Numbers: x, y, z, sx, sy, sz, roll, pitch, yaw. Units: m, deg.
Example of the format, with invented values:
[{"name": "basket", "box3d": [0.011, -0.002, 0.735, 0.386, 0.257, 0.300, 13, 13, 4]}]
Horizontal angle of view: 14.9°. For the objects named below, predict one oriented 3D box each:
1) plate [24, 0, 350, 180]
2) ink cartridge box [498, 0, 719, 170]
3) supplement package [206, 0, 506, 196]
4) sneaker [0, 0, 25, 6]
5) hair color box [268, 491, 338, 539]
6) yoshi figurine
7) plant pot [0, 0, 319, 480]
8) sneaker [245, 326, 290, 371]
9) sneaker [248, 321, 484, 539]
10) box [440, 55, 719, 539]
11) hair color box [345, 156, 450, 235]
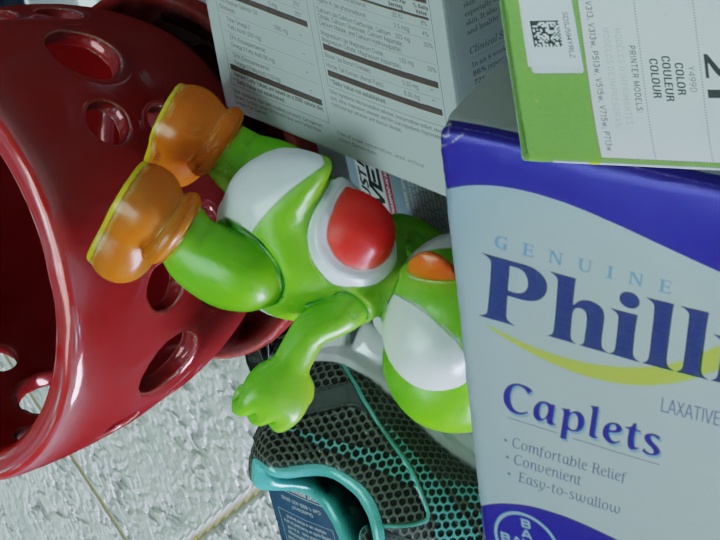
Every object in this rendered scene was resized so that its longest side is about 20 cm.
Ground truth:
[{"name": "plate", "box3d": [-0.073, -0.110, 1.295, 0.200, 0.032, 0.200, -14, 99, 46]}, {"name": "ink cartridge box", "box3d": [0.162, -0.098, 0.896, 0.200, 0.148, 0.076, 4, 124, 23]}, {"name": "supplement package", "box3d": [0.032, -0.162, 1.079, 0.151, 0.152, 0.200, 24, 134, 43]}, {"name": "sneaker", "box3d": [-0.170, -0.079, 1.432, 0.200, 0.146, 0.081, 54, 148, 9]}, {"name": "hair color box", "box3d": [0.022, 0.158, 1.407, 0.061, 0.100, 0.200, 17, 129, 48]}, {"name": "yoshi figurine", "box3d": [-0.005, 0.011, 1.117, 0.200, 0.112, 0.112, 26, 101, 0]}, {"name": "plant pot", "box3d": [-0.130, -0.029, 1.231, 0.200, 0.182, 0.200, 21, 123, 37]}, {"name": "sneaker", "box3d": [-0.005, 0.036, 1.306, 0.200, 0.091, 0.076, -138, 30, -63]}, {"name": "sneaker", "box3d": [0.033, 0.113, 1.186, 0.200, 0.091, 0.078, 39, 153, 2]}, {"name": "box", "box3d": [0.135, 0.025, 0.976, 0.184, 0.105, 0.200, 14, 128, 31]}, {"name": "hair color box", "box3d": [0.094, -0.043, 1.142, 0.200, 0.099, 0.061, 21, 133, 45]}]
